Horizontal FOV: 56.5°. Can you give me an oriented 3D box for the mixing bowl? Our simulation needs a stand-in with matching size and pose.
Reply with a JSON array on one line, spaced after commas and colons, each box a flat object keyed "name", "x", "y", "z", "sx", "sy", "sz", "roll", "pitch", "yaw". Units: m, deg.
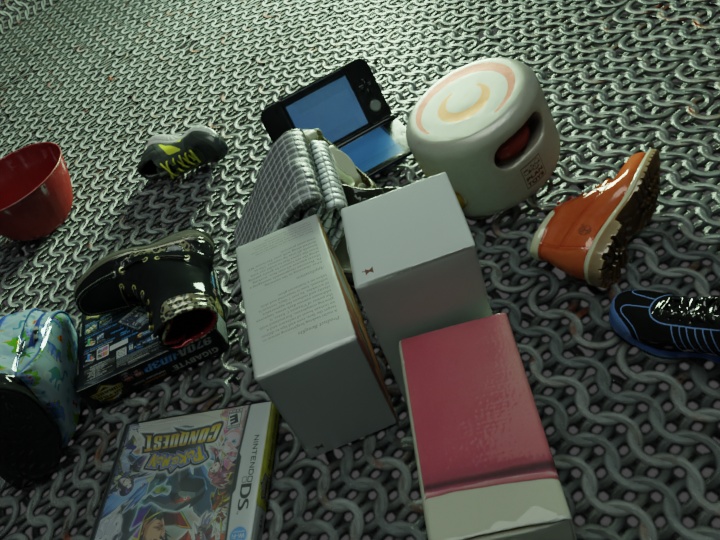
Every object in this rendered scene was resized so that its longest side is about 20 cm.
[{"name": "mixing bowl", "x": -0.600, "y": -0.128, "z": 1.214, "sx": 0.197, "sy": 0.109, "sz": 0.202, "roll": -13, "pitch": 44, "yaw": 13}]

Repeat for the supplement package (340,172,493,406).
[{"name": "supplement package", "x": 0.068, "y": 0.027, "z": 0.685, "sx": 0.116, "sy": 0.201, "sz": 0.118, "roll": -18, "pitch": 43, "yaw": 6}]

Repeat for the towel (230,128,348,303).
[{"name": "towel", "x": -0.102, "y": -0.059, "z": 0.864, "sx": 0.201, "sy": 0.085, "sz": 0.167, "roll": -55, "pitch": 34, "yaw": 27}]

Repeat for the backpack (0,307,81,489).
[{"name": "backpack", "x": -0.424, "y": 0.137, "z": 0.849, "sx": 0.152, "sy": 0.165, "sz": 0.200, "roll": -28, "pitch": 35, "yaw": -17}]

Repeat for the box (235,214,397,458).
[{"name": "box", "x": -0.051, "y": 0.068, "z": 0.734, "sx": 0.105, "sy": 0.153, "sz": 0.201, "roll": -22, "pitch": 43, "yaw": 1}]

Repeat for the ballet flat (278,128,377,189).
[{"name": "ballet flat", "x": -0.048, "y": -0.160, "z": 0.968, "sx": 0.199, "sy": 0.076, "sz": 0.068, "roll": 40, "pitch": 71, "yaw": 20}]

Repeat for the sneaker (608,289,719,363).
[{"name": "sneaker", "x": 0.332, "y": 0.048, "z": 0.633, "sx": 0.198, "sy": 0.078, "sz": 0.070, "roll": 20, "pitch": 57, "yaw": 37}]

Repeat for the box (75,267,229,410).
[{"name": "box", "x": -0.283, "y": 0.079, "z": 0.908, "sx": 0.198, "sy": 0.046, "sz": 0.160, "roll": -25, "pitch": 42, "yaw": 0}]

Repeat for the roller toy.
[{"name": "roller toy", "x": 0.163, "y": -0.169, "z": 0.883, "sx": 0.180, "sy": 0.140, "sz": 0.202, "roll": -12, "pitch": 45, "yaw": 29}]

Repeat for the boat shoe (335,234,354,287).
[{"name": "boat shoe", "x": 0.000, "y": 0.000, "z": 0.861, "sx": 0.198, "sy": 0.057, "sz": 0.067, "roll": 13, "pitch": 52, "yaw": 40}]

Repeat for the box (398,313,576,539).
[{"name": "box", "x": 0.108, "y": 0.161, "z": 0.587, "sx": 0.107, "sy": 0.129, "sz": 0.202, "roll": -15, "pitch": 44, "yaw": 8}]

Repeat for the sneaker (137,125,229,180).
[{"name": "sneaker", "x": -0.316, "y": -0.197, "z": 1.190, "sx": 0.198, "sy": 0.075, "sz": 0.085, "roll": -2, "pitch": 52, "yaw": 35}]

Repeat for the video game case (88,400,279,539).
[{"name": "video game case", "x": -0.190, "y": 0.236, "z": 0.725, "sx": 0.197, "sy": 0.026, "sz": 0.182, "roll": -11, "pitch": 44, "yaw": 14}]

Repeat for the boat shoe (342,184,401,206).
[{"name": "boat shoe", "x": 0.035, "y": -0.069, "z": 0.882, "sx": 0.198, "sy": 0.074, "sz": 0.077, "roll": 17, "pitch": 86, "yaw": 27}]

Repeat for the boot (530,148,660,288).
[{"name": "boot", "x": 0.280, "y": -0.075, "z": 0.789, "sx": 0.106, "sy": 0.075, "sz": 0.200, "roll": 18, "pitch": 58, "yaw": 42}]

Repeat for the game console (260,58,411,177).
[{"name": "game console", "x": -0.033, "y": -0.220, "z": 1.041, "sx": 0.198, "sy": 0.172, "sz": 0.118, "roll": -29, "pitch": 10, "yaw": -7}]

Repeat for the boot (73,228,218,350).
[{"name": "boot", "x": -0.275, "y": 0.039, "z": 0.856, "sx": 0.201, "sy": 0.074, "sz": 0.155, "roll": -23, "pitch": 44, "yaw": 0}]
